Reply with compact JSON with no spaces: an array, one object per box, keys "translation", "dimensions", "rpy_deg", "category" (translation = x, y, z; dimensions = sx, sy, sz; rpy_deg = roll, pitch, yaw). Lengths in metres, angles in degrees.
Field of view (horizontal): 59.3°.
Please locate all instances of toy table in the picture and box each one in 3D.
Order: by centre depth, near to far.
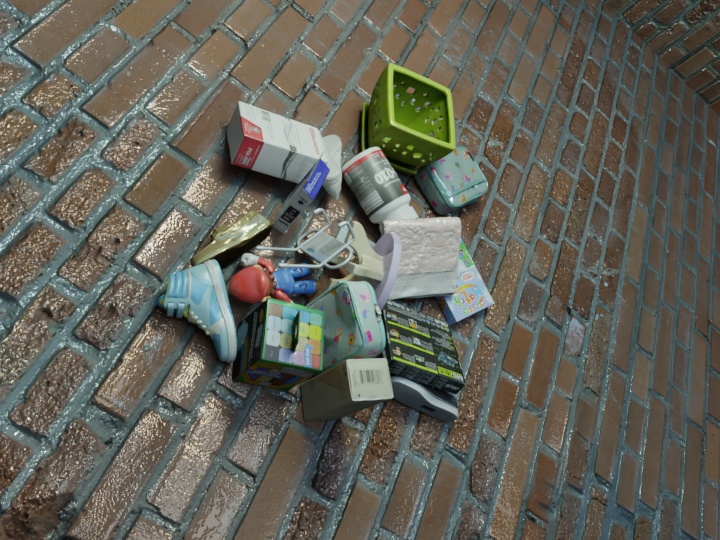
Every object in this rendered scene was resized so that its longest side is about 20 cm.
[{"translation":[0.000,0.000,1.381],"dimensions":[0.117,0.184,0.200],"rpy_deg":[19,83,-25],"category":"toy table"}]

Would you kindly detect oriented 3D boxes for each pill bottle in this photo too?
[{"translation":[0.049,-0.187,1.530],"dimensions":[0.114,0.114,0.200],"rpy_deg":[-30,86,-39],"category":"pill bottle"}]

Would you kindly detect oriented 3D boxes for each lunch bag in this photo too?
[{"translation":[-0.038,0.112,1.268],"dimensions":[0.077,0.200,0.161],"rpy_deg":[6,63,-40],"category":"lunch bag"},{"translation":[0.254,-0.243,1.714],"dimensions":[0.200,0.077,0.160],"rpy_deg":[-29,86,-39],"category":"lunch bag"}]

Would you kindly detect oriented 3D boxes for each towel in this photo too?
[{"translation":[0.143,-0.029,1.491],"dimensions":[0.200,0.032,0.191],"rpy_deg":[-4,101,-21],"category":"towel"}]

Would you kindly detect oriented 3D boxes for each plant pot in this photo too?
[{"translation":[0.107,-0.370,1.612],"dimensions":[0.199,0.181,0.200],"rpy_deg":[15,61,-27],"category":"plant pot"}]

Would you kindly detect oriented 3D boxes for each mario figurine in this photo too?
[{"translation":[-0.189,0.030,1.314],"dimensions":[0.200,0.106,0.123],"rpy_deg":[-4,34,-45],"category":"mario figurine"}]

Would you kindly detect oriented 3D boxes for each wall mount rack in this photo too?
[{"translation":[-0.113,-0.053,1.328],"dimensions":[0.174,0.200,0.075],"rpy_deg":[-37,124,-15],"category":"wall mount rack"}]

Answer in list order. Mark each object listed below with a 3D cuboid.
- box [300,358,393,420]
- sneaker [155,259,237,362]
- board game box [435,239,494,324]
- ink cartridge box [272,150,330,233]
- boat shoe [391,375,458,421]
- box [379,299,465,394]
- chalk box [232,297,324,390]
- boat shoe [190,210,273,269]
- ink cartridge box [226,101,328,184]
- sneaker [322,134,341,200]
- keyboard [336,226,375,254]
[{"translation":[-0.031,0.233,1.224],"dimensions":[0.095,0.200,0.078],"rpy_deg":[4,67,-33],"category":"box"},{"translation":[-0.312,0.088,1.197],"dimensions":[0.130,0.080,0.200],"rpy_deg":[-13,85,-22],"category":"sneaker"},{"translation":[0.239,0.022,1.606],"dimensions":[0.151,0.037,0.200],"rpy_deg":[-20,81,-38],"category":"board game box"},{"translation":[-0.122,-0.164,1.352],"dimensions":[0.039,0.200,0.099],"rpy_deg":[33,55,-12],"category":"ink cartridge box"},{"translation":[0.142,0.267,1.405],"dimensions":[0.199,0.074,0.068],"rpy_deg":[28,50,-22],"category":"boat shoe"},{"translation":[0.129,0.167,1.417],"dimensions":[0.200,0.048,0.193],"rpy_deg":[22,37,-24],"category":"box"},{"translation":[-0.145,0.136,1.195],"dimensions":[0.124,0.200,0.125],"rpy_deg":[16,61,-26],"category":"chalk box"},{"translation":[-0.272,-0.059,1.295],"dimensions":[0.066,0.074,0.200],"rpy_deg":[45,51,13],"category":"boat shoe"},{"translation":[-0.187,-0.278,1.410],"dimensions":[0.200,0.083,0.147],"rpy_deg":[14,37,-28],"category":"ink cartridge box"},{"translation":[-0.075,-0.246,1.512],"dimensions":[0.075,0.089,0.200],"rpy_deg":[-9,43,5],"category":"sneaker"},{"translation":[0.030,-0.039,1.517],"dimensions":[0.200,0.011,0.056],"rpy_deg":[32,59,-16],"category":"keyboard"}]
